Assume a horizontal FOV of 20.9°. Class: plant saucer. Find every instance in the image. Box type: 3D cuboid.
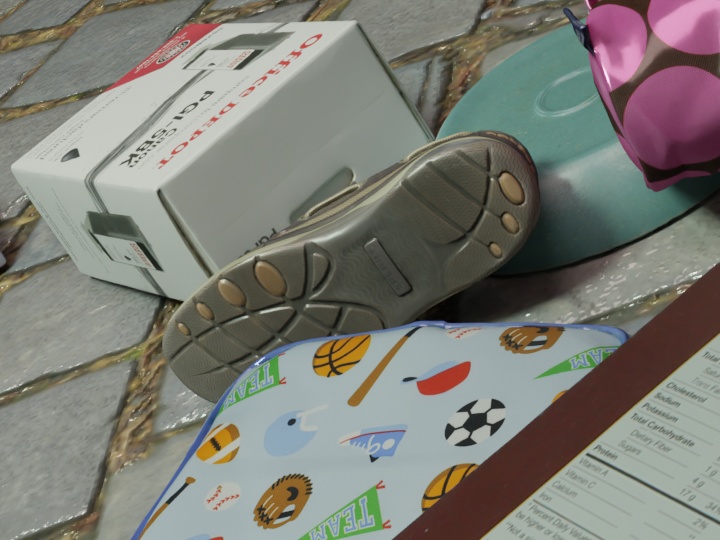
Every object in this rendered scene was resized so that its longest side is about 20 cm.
[{"bbox_3d":[0.109,-0.075,0.946,0.199,0.036,0.200,-24,27,13],"label":"plant saucer"}]

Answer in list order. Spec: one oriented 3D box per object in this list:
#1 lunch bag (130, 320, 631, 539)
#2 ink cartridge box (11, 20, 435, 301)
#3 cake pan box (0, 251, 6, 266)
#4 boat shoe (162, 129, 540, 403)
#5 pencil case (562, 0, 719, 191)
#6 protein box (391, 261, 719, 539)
[{"bbox_3d":[0.009,0.094,0.705,0.199,0.076,0.161,-9,36,34],"label":"lunch bag"},{"bbox_3d":[-0.078,-0.061,1.042,0.147,0.083,0.200,-42,24,-21],"label":"ink cartridge box"},{"bbox_3d":[-0.333,0.011,1.230,0.200,0.052,0.184,-37,30,-13],"label":"cake pan box"},{"bbox_3d":[0.000,0.000,0.895,0.199,0.075,0.073,-27,10,21],"label":"boat shoe"},{"bbox_3d":[0.192,-0.110,0.811,0.199,0.091,0.094,-20,55,17],"label":"pencil case"},{"bbox_3d":[0.096,0.135,0.420,0.200,0.199,0.135,-38,28,-15],"label":"protein box"}]
